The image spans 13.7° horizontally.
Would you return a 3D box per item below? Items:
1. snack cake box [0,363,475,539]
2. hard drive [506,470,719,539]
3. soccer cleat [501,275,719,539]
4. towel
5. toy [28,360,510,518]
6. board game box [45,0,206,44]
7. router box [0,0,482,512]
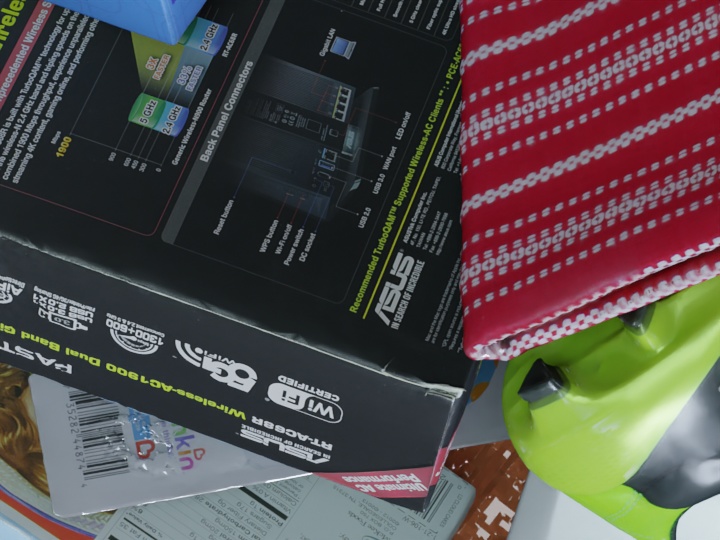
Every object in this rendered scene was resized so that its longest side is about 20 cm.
[{"bbox_3d":[-0.081,0.059,0.834,0.200,0.115,0.067,33,131,3],"label":"snack cake box"},{"bbox_3d":[0.089,0.128,0.792,0.131,0.026,0.201,20,100,13],"label":"hard drive"},{"bbox_3d":[0.124,0.000,0.691,0.200,0.068,0.081,-31,127,25],"label":"soccer cleat"},{"bbox_3d":[0.080,-0.086,0.712,0.144,0.201,0.022,-24,138,31],"label":"towel"},{"bbox_3d":[0.000,0.000,0.829,0.199,0.047,0.116,-8,75,-17],"label":"toy"},{"bbox_3d":[-0.098,-0.153,0.781,0.199,0.045,0.152,21,60,22],"label":"board game box"},{"bbox_3d":[-0.019,-0.052,0.781,0.149,0.062,0.200,20,57,4],"label":"router box"}]
